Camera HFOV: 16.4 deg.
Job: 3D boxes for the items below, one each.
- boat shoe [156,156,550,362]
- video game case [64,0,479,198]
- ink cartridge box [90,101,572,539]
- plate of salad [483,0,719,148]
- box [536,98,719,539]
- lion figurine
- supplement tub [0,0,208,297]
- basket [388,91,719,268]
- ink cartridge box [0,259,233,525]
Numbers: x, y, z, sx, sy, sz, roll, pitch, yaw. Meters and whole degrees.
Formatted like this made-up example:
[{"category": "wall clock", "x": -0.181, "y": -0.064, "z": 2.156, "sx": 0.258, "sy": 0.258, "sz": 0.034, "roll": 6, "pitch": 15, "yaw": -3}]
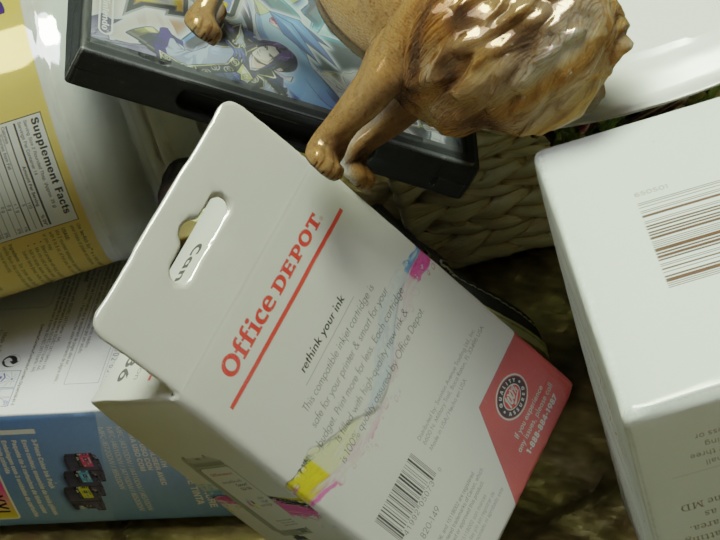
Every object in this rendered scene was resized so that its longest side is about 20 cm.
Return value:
[{"category": "boat shoe", "x": -0.001, "y": 0.000, "z": 1.091, "sx": 0.072, "sy": 0.200, "sz": 0.066, "roll": -40, "pitch": 41, "yaw": 44}, {"category": "video game case", "x": -0.039, "y": -0.132, "z": 1.098, "sx": 0.180, "sy": 0.026, "sz": 0.200, "roll": 16, "pitch": 43, "yaw": -20}, {"category": "ink cartridge box", "x": -0.022, "y": 0.037, "z": 0.989, "sx": 0.067, "sy": 0.200, "sz": 0.117, "roll": -8, "pitch": 47, "yaw": 54}, {"category": "plate of salad", "x": 0.133, "y": -0.095, "z": 1.041, "sx": 0.200, "sy": 0.048, "sz": 0.200, "roll": -20, "pitch": 20, "yaw": 7}, {"category": "box", "x": 0.150, "y": 0.058, "z": 0.944, "sx": 0.106, "sy": 0.200, "sz": 0.152, "roll": -17, "pitch": 41, "yaw": 2}, {"category": "lion figurine", "x": 0.005, "y": -0.110, "z": 0.971, "sx": 0.123, "sy": 0.072, "sz": 0.200, "roll": -48, "pitch": 67, "yaw": 10}, {"category": "supplement tub", "x": -0.172, "y": -0.060, "z": 1.127, "sx": 0.199, "sy": 0.146, "sz": 0.146, "roll": -18, "pitch": 41, "yaw": 1}, {"category": "basket", "x": 0.098, "y": -0.096, "z": 1.202, "sx": 0.199, "sy": 0.124, "sz": 0.136, "roll": -14, "pitch": 41, "yaw": 5}, {"category": "ink cartridge box", "x": -0.088, "y": 0.043, "z": 1.149, "sx": 0.199, "sy": 0.076, "sz": 0.137, "roll": -5, "pitch": 42, "yaw": 17}]
